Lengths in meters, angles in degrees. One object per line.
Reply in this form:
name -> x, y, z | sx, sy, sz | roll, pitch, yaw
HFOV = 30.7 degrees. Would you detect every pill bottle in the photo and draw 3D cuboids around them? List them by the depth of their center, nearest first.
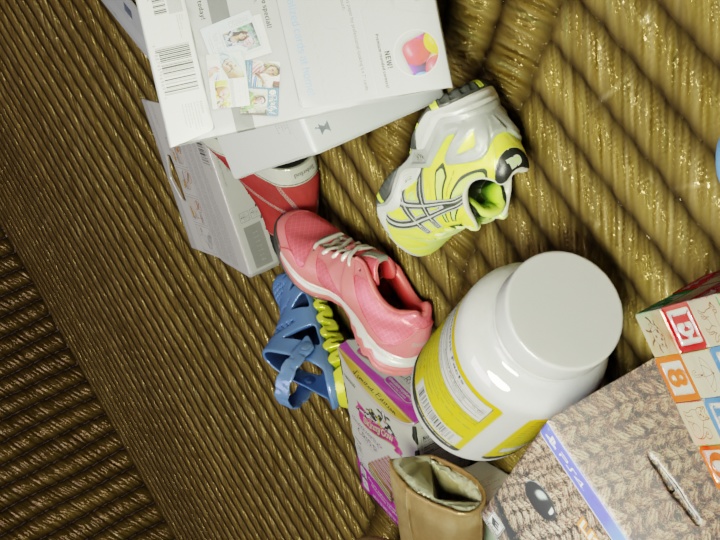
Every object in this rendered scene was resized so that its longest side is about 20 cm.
pill bottle -> 0.110, 0.061, 0.931 | 0.112, 0.111, 0.200 | 60, 159, 12

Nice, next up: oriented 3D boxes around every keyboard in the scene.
keyboard -> -0.279, -0.309, 1.587 | 0.200, 0.011, 0.056 | 50, 150, 33

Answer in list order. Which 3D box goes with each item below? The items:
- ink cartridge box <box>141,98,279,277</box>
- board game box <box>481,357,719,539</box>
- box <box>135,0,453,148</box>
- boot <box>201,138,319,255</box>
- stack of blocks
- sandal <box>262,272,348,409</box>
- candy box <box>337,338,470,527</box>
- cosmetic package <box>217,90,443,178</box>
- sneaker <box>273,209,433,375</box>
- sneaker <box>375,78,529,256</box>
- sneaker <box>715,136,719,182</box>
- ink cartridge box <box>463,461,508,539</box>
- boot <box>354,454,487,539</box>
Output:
ink cartridge box -> -0.174, -0.106, 1.515 | 0.176, 0.045, 0.201 | 24, 135, 59
board game box -> 0.185, 0.183, 0.912 | 0.160, 0.096, 0.200 | 56, 158, 20
box -> -0.049, -0.181, 0.894 | 0.041, 0.199, 0.157 | -68, -34, -79
boot -> -0.105, -0.088, 1.340 | 0.200, 0.072, 0.145 | 39, 149, 42
stack of blocks -> 0.244, 0.095, 0.724 | 0.201, 0.058, 0.115 | 65, 159, 0
sandal -> -0.065, 0.074, 1.375 | 0.200, 0.086, 0.080 | -117, 13, -49
candy box -> 0.047, 0.169, 1.277 | 0.136, 0.061, 0.201 | 42, 149, 45
cosmetic package -> -0.058, -0.193, 1.027 | 0.201, 0.122, 0.200 | 67, 160, -8
sneaker -> 0.000, 0.000, 1.204 | 0.200, 0.074, 0.087 | 45, 141, 21
sneaker -> 0.065, -0.054, 0.961 | 0.077, 0.075, 0.200 | 58, 160, 18
sneaker -> 0.245, -0.005, 0.614 | 0.200, 0.066, 0.079 | 49, 166, 35
ink cartridge box -> 0.161, 0.268, 1.140 | 0.200, 0.050, 0.162 | 24, 136, 63
boot -> 0.046, 0.240, 1.208 | 0.174, 0.066, 0.201 | 20, 138, 29
